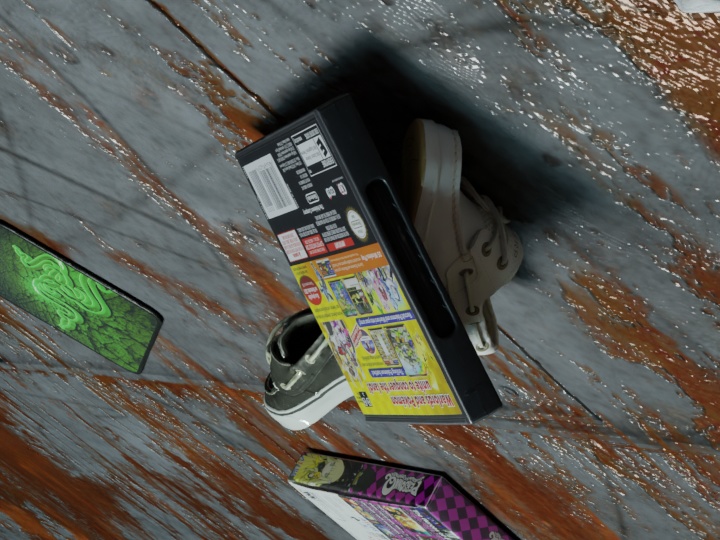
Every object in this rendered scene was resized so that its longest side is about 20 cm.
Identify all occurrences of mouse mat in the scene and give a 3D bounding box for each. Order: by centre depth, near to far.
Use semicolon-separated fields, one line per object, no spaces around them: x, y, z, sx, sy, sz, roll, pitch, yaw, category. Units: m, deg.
-0.243;0.026;1.792;0.160;0.008;0.200;30;159;-1;mouse mat

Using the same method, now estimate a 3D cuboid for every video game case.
0.000;0.000;1.196;0.182;0.025;0.200;64;164;-4;video game case
0.060;0.226;1.810;0.180;0.036;0.200;4;148;51;video game case

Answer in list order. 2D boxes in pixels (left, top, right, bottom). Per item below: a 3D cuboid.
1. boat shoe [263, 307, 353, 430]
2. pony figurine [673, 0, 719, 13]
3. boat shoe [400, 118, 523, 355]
-0.029;0.054;1.480;0.063;0.071;0.200;33;152;-14;boat shoe
0.147;-0.137;0.680;0.198;0.168;0.193;19;172;-18;pony figurine
0.056;-0.016;1.201;0.069;0.071;0.201;0;148;2;boat shoe
